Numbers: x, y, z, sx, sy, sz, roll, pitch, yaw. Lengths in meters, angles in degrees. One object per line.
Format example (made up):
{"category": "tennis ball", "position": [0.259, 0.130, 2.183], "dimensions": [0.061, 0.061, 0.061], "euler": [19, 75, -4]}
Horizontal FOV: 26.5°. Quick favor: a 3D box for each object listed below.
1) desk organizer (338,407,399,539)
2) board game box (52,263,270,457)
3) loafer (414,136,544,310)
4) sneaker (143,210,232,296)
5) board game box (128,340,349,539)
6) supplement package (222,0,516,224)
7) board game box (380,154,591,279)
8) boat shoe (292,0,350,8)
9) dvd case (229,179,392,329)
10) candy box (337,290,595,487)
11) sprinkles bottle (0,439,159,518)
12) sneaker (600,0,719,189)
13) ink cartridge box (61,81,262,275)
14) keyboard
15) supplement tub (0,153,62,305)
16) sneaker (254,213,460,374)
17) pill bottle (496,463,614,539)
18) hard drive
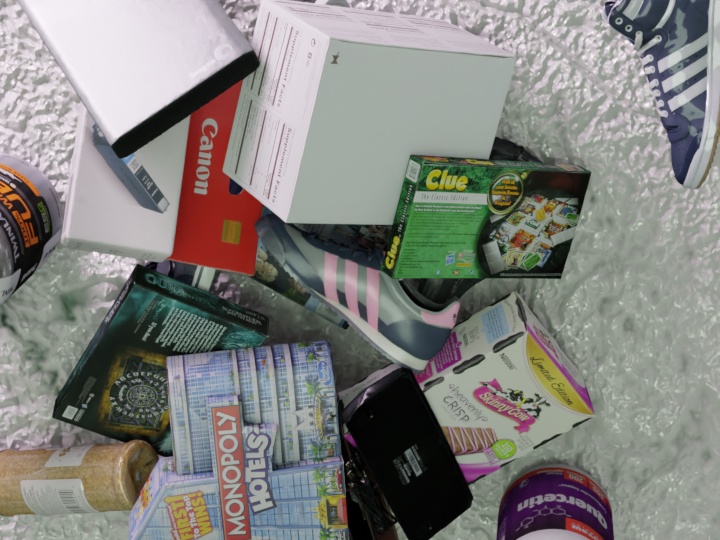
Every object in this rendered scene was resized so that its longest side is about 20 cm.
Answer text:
{"category": "desk organizer", "position": [-0.015, 0.232, 1.476], "dimensions": [0.071, 0.077, 0.202], "euler": [-13, 105, 11]}
{"category": "board game box", "position": [-0.186, 0.091, 1.410], "dimensions": [0.134, 0.028, 0.200], "euler": [23, 129, -19]}
{"category": "loafer", "position": [0.104, -0.021, 1.384], "dimensions": [0.070, 0.068, 0.202], "euler": [25, 106, 6]}
{"category": "sneaker", "position": [-0.176, 0.017, 1.417], "dimensions": [0.079, 0.079, 0.201], "euler": [22, 121, -2]}
{"category": "board game box", "position": [-0.115, 0.176, 1.371], "dimensions": [0.197, 0.062, 0.203], "euler": [-7, 109, -7]}
{"category": "supplement package", "position": [0.008, -0.130, 1.286], "dimensions": [0.198, 0.111, 0.157], "euler": [0, 114, -36]}
{"category": "board game box", "position": [0.112, -0.044, 1.321], "dimensions": [0.198, 0.023, 0.106], "euler": [1, 114, -38]}
{"category": "boat shoe", "position": [-0.053, -0.148, 1.362], "dimensions": [0.060, 0.075, 0.203], "euler": [19, 102, 36]}
{"category": "dvd case", "position": [-0.067, -0.052, 1.423], "dimensions": [0.198, 0.018, 0.144], "euler": [29, 109, -1]}
{"category": "candy box", "position": [0.097, 0.125, 1.411], "dimensions": [0.199, 0.061, 0.136], "euler": [-32, 126, 15]}
{"category": "sprinkles bottle", "position": [-0.288, 0.203, 1.478], "dimensions": [0.198, 0.068, 0.069], "euler": [-7, 108, 29]}
{"category": "sneaker", "position": [0.257, -0.174, 1.312], "dimensions": [0.107, 0.070, 0.203], "euler": [4, 102, 1]}
{"category": "ink cartridge box", "position": [-0.159, -0.108, 1.329], "dimensions": [0.174, 0.045, 0.203], "euler": [9, 80, -17]}
{"category": "keyboard", "position": [0.029, 0.173, 1.387], "dimensions": [0.104, 0.040, 0.201], "euler": [-34, 129, -11]}
{"category": "supplement tub", "position": [-0.352, -0.025, 1.373], "dimensions": [0.121, 0.200, 0.124], "euler": [2, 109, 6]}
{"category": "sneaker", "position": [0.000, 0.000, 1.352], "dimensions": [0.199, 0.070, 0.082], "euler": [38, 104, -6]}
{"category": "pill bottle", "position": [0.178, 0.266, 1.396], "dimensions": [0.111, 0.200, 0.114], "euler": [2, 108, 6]}
{"category": "hard drive", "position": [-0.190, -0.204, 1.269], "dimensions": [0.139, 0.033, 0.201], "euler": [-34, 64, -4]}
